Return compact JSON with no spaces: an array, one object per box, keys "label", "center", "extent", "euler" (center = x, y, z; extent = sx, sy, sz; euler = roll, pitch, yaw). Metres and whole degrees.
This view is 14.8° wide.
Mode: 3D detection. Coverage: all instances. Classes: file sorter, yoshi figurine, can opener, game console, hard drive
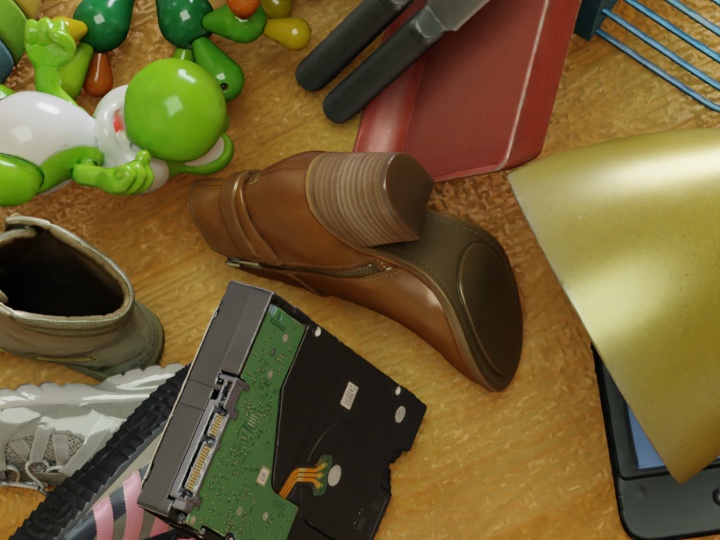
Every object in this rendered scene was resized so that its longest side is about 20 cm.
[{"label":"file sorter","center":[0.220,-0.192,1.653],"extent":[0.123,0.200,0.139],"euler":[34,81,6]},{"label":"yoshi figurine","center":[-0.162,-0.086,1.610],"extent":[0.199,0.112,0.113],"euler":[-6,107,-24]},{"label":"can opener","center":[0.037,-0.161,1.674],"extent":[0.053,0.200,0.067],"euler":[49,48,-2]},{"label":"game console","center":[0.226,0.047,1.637],"extent":[0.172,0.119,0.201],"euler":[-8,76,1]},{"label":"hard drive","center":[-0.042,0.105,1.600],"extent":[0.038,0.200,0.140],"euler":[15,78,32]}]

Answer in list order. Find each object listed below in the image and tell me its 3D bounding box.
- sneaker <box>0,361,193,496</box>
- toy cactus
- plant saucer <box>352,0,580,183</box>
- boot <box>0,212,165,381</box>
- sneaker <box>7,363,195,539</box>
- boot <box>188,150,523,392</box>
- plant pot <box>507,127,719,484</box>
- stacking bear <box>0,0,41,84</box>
[{"label":"sneaker","center":[-0.175,0.110,1.663],"extent":[0.199,0.075,0.082],"euler":[-12,75,-1]},{"label":"toy cactus","center":[-0.123,-0.174,1.719],"extent":[0.200,0.102,0.165],"euler":[-30,68,5]},{"label":"plant saucer","center":[0.073,-0.139,1.667],"extent":[0.037,0.199,0.201],"euler":[20,77,-26]},{"label":"boot","center":[-0.219,0.005,1.649],"extent":[0.199,0.155,0.072],"euler":[18,78,6]},{"label":"sneaker","center":[-0.132,0.145,1.614],"extent":[0.200,0.070,0.082],"euler":[-43,110,-2]},{"label":"boot","center":[0.000,0.000,1.674],"extent":[0.154,0.200,0.074],"euler":[-5,43,36]},{"label":"plant pot","center":[0.191,-0.002,1.560],"extent":[0.142,0.200,0.200],"euler":[-30,77,6]},{"label":"stacking bear","center":[-0.244,-0.178,1.716],"extent":[0.121,0.114,0.200],"euler":[30,73,1]}]
